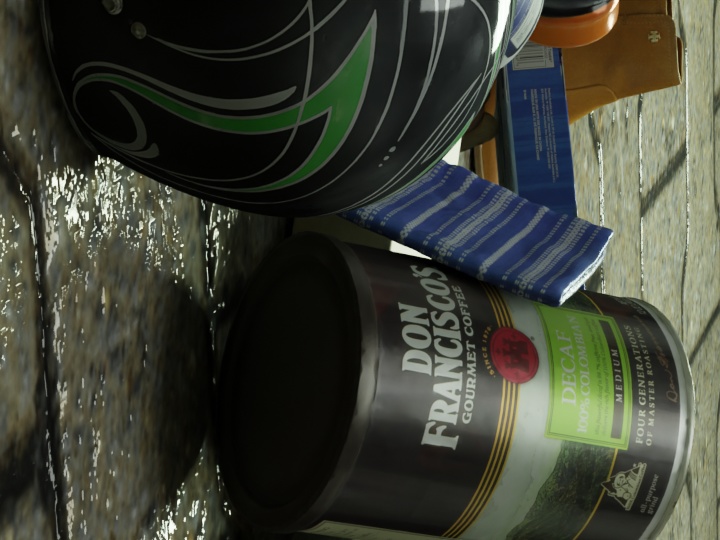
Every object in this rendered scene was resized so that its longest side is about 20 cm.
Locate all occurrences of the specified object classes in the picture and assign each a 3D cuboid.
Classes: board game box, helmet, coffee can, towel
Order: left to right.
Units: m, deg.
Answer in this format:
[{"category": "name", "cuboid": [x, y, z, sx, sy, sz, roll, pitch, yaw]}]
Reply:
[{"category": "helmet", "cuboid": [-0.025, -0.122, 1.086, 0.200, 0.189, 0.202, 2, 90, -74]}, {"category": "towel", "cuboid": [0.028, -0.041, 1.291, 0.024, 0.199, 0.145, -69, 169, 18]}, {"category": "coffee can", "cuboid": [0.047, 0.069, 1.265, 0.199, 0.146, 0.148, 11, 78, -29]}, {"category": "board game box", "cuboid": [0.115, -0.043, 1.637, 0.199, 0.043, 0.202, 87, 0, -74]}]

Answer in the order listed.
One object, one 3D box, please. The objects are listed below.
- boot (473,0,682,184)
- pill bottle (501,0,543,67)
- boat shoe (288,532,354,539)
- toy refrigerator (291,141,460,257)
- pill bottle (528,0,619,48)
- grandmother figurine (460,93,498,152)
[{"category": "boot", "cuboid": [0.160, -0.131, 1.807, 0.071, 0.143, 0.203, 37, 57, -69]}, {"category": "pill bottle", "cuboid": [0.041, -0.163, 1.373, 0.200, 0.115, 0.117, 23, 70, -80]}, {"category": "boat shoe", "cuboid": [0.010, 0.142, 1.414, 0.061, 0.075, 0.200, 54, 33, -14]}, {"category": "toy refrigerator", "cuboid": [0.000, 0.000, 1.397, 0.076, 0.069, 0.202, 39, 56, -59]}, {"category": "pill bottle", "cuboid": [0.122, -0.230, 1.485, 0.107, 0.105, 0.201, -72, 166, -45]}, {"category": "grandmother figurine", "cuboid": [0.044, -0.165, 1.572, 0.122, 0.060, 0.201, -111, -178, -47]}]
